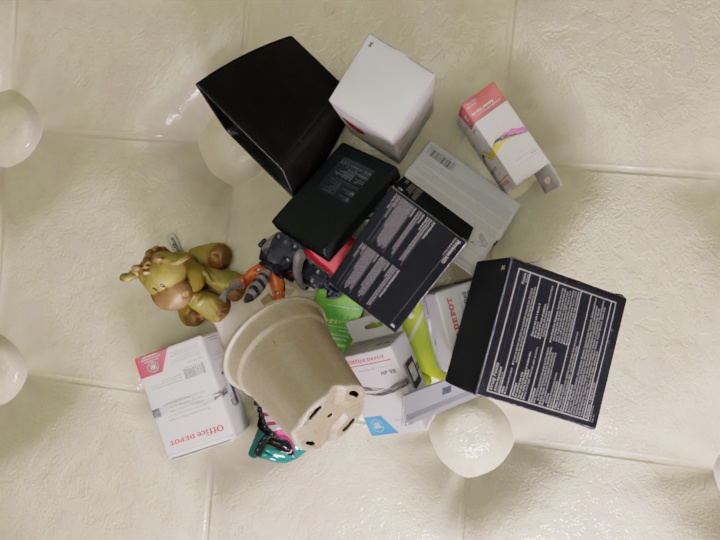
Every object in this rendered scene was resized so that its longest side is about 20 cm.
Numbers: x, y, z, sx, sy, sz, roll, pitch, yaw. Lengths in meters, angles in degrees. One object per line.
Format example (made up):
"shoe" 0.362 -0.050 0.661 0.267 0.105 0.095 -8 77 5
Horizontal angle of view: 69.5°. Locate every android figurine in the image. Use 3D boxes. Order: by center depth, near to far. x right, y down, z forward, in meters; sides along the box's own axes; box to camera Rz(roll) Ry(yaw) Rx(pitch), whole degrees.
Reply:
"android figurine" 0.122 0.119 0.948 0.199 0.041 0.183 28 95 4

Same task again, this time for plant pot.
"plant pot" -0.094 0.176 0.837 0.201 0.200 0.183 -51 52 6
"plant pot" -0.130 -0.273 0.901 0.199 0.200 0.177 44 86 5

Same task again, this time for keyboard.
"keyboard" 0.147 0.212 0.890 0.199 0.011 0.057 -10 103 -36

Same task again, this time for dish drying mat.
"dish drying mat" 0.000 0.000 0.922 0.199 0.018 0.077 37 84 -4

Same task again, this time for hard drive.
"hard drive" -0.044 -0.124 0.908 0.139 0.033 0.200 32 74 31

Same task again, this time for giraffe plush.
"giraffe plush" -0.328 0.012 0.943 0.200 0.162 0.173 44 97 4

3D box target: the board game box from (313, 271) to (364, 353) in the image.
"board game box" -0.055 0.102 0.977 0.095 0.030 0.201 22 92 8

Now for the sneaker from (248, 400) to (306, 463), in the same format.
"sneaker" -0.180 0.286 0.975 0.200 0.084 0.121 41 87 4

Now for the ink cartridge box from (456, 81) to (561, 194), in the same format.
"ink cartridge box" 0.248 -0.203 0.882 0.067 0.116 0.201 -34 86 6

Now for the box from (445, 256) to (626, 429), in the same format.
"box" 0.258 0.105 0.783 0.197 0.123 0.202 18 84 -12

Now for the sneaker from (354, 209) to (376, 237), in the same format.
"sneaker" 0.038 -0.049 0.935 0.199 0.076 0.117 0 90 5

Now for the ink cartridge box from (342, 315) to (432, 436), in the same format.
"ink cartridge box" 0.040 0.182 0.913 0.115 0.067 0.201 -18 99 32

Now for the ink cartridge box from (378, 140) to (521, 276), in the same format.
"ink cartridge box" 0.153 -0.104 0.898 0.199 0.044 0.174 36 69 5

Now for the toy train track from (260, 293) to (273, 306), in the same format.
"toy train track" -0.175 0.122 0.991 0.200 0.032 0.115 -40 76 15

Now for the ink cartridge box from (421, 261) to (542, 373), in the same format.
"ink cartridge box" 0.219 0.081 0.882 0.198 0.084 0.147 -16 90 -12

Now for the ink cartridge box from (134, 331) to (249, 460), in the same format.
"ink cartridge box" -0.317 0.235 0.988 0.145 0.085 0.202 -19 87 8

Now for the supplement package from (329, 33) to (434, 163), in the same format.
"supplement package" 0.043 -0.275 0.866 0.121 0.200 0.120 34 95 6

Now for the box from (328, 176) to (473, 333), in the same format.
"box" 0.062 -0.023 0.829 0.141 0.079 0.200 38 119 5

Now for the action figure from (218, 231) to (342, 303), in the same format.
"action figure" -0.128 0.005 0.924 0.199 0.105 0.194 23 66 14
